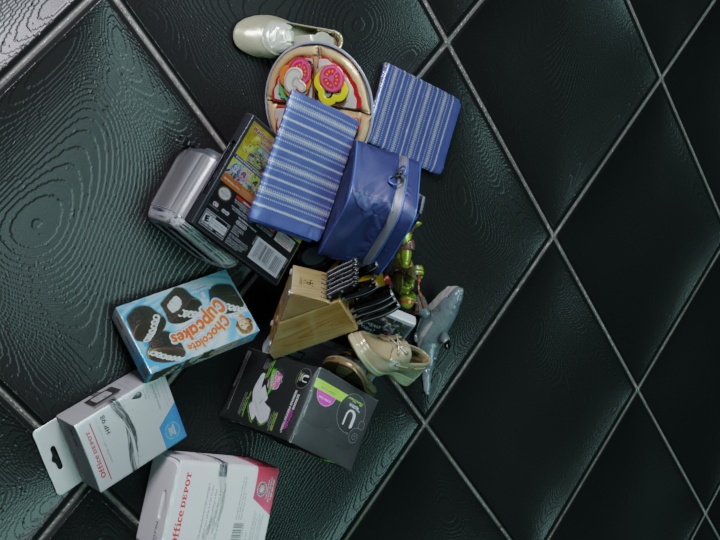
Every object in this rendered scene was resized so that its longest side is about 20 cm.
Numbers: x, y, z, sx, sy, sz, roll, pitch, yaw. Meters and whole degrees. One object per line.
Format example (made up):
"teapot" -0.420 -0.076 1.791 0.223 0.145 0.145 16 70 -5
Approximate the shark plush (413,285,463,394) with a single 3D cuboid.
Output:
"shark plush" 0.135 0.124 1.977 0.090 0.083 0.203 32 75 -39

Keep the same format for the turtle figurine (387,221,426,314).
"turtle figurine" 0.078 0.002 1.898 0.063 0.200 0.165 -1 75 -2

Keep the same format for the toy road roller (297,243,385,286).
"toy road roller" 0.000 0.000 1.786 0.200 0.144 0.124 -45 142 -30

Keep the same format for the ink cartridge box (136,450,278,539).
"ink cartridge box" -0.240 0.368 1.683 0.198 0.084 0.148 14 87 -42

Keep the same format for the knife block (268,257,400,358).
"knife block" -0.039 0.066 1.652 0.172 0.065 0.202 15 130 -11

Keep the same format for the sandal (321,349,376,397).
"sandal" -0.010 0.158 1.711 0.055 0.079 0.200 -66 163 -10

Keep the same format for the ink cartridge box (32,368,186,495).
"ink cartridge box" -0.366 0.241 1.567 0.199 0.066 0.118 -32 116 -34

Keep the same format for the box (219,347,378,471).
"box" -0.099 0.220 1.709 0.148 0.198 0.126 32 76 -38

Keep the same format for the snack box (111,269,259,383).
"snack box" -0.263 0.082 1.615 0.198 0.037 0.117 -21 72 -37

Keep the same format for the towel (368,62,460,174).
"towel" 0.095 -0.271 1.924 0.198 0.024 0.148 20 85 -39

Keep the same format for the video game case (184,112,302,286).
"video game case" -0.148 -0.102 1.591 0.199 0.025 0.183 39 77 -44

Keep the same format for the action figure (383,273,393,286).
"action figure" -0.025 0.081 1.841 0.200 0.065 0.052 -42 134 -24

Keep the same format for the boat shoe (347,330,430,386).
"boat shoe" 0.048 0.129 1.692 0.065 0.073 0.199 -37 146 15

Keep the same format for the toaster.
"toaster" -0.231 -0.096 1.609 0.200 0.113 0.131 43 71 -40

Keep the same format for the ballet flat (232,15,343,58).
"ballet flat" -0.109 -0.372 1.708 0.197 0.069 0.071 -3 98 -40

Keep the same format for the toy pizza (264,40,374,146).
"toy pizza" -0.070 -0.256 1.674 0.032 0.197 0.204 -34 119 -57

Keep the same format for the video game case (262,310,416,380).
"video game case" -0.036 0.105 1.746 0.197 0.183 0.024 22 39 -18

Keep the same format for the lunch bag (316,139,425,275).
"lunch bag" 0.024 -0.098 1.657 0.130 0.201 0.138 17 53 -13

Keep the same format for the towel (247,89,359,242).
"towel" -0.085 -0.152 1.597 0.143 0.024 0.204 17 94 -43
